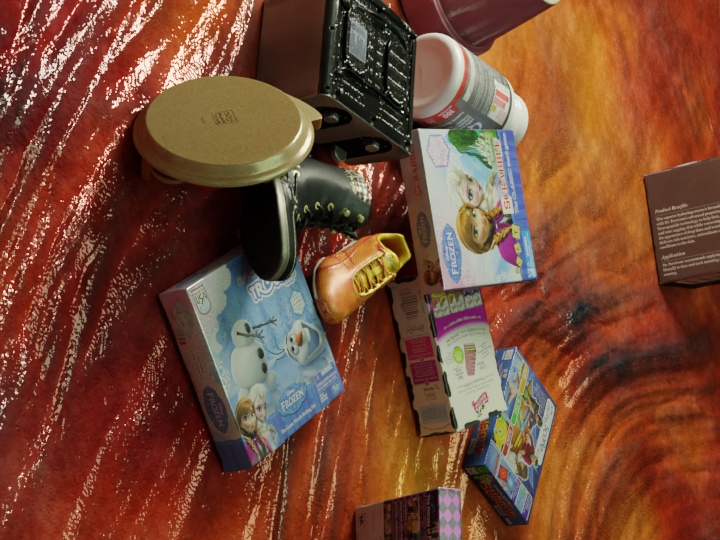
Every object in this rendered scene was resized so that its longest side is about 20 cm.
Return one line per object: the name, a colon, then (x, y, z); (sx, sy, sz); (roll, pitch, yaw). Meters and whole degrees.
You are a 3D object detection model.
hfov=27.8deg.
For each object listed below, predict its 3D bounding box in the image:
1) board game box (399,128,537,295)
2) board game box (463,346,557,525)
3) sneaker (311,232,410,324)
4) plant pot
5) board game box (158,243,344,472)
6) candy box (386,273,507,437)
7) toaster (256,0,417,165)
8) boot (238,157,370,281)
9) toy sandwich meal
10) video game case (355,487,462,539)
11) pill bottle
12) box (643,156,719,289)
board game box: (0.137, -0.077, 1.837); (0.198, 0.041, 0.202); (-7, 86, -48)
board game box: (0.207, 0.224, 1.977); (0.136, 0.034, 0.201); (54, 41, -33)
sneaker: (0.000, 0.000, 1.690); (0.074, 0.077, 0.200); (65, 30, -15)
plant pot: (0.173, -0.402, 1.994); (0.199, 0.178, 0.202); (21, 64, -52)
board game box: (-0.110, 0.080, 1.550); (0.200, 0.043, 0.201); (-36, 109, -55)
candy box: (0.111, 0.098, 1.852); (0.136, 0.061, 0.202); (-12, 89, -55)
toaster: (-0.023, -0.242, 1.709); (0.180, 0.118, 0.202); (30, 57, -49)
boot: (-0.054, -0.060, 1.578); (0.153, 0.074, 0.205); (19, 41, -33)
toy sandwich meal: (-0.137, -0.130, 1.492); (0.206, 0.203, 0.071); (-57, 158, -46)
video game case: (0.051, 0.349, 1.588); (0.036, 0.181, 0.202); (8, 71, -28)
pill bottle: (0.136, -0.228, 1.940); (0.199, 0.115, 0.117); (24, 61, -50)
box: (0.616, -0.081, 2.554); (0.164, 0.165, 0.202); (5, 76, -54)
